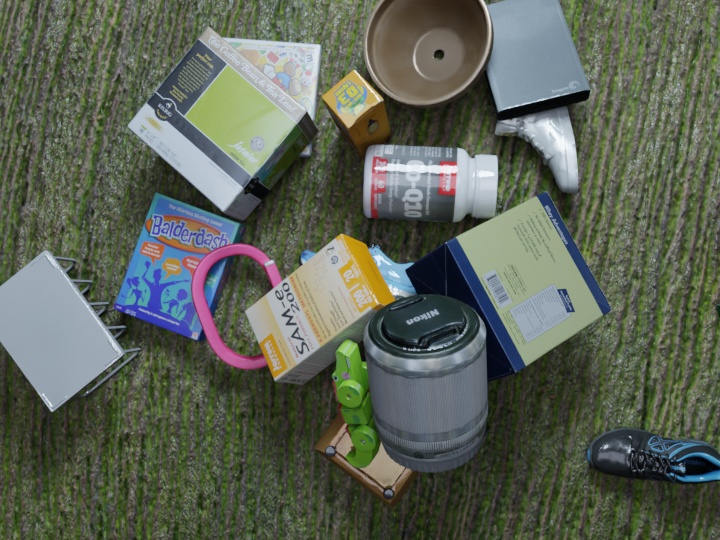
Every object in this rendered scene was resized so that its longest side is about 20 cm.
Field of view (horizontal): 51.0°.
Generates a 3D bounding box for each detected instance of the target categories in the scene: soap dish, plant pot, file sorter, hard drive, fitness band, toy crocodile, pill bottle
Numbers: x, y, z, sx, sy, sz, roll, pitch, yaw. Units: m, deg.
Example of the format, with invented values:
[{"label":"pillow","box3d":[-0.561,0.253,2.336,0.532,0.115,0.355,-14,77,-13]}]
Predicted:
[{"label":"soap dish","box3d":[0.044,0.246,1.165,0.157,0.081,0.201,36,92,5]},{"label":"plant pot","box3d":[0.112,-0.345,1.169,0.199,0.093,0.203,-1,87,21]},{"label":"file sorter","box3d":[-0.464,0.093,1.193,0.138,0.125,0.200,-38,85,1]},{"label":"hard drive","box3d":[0.256,-0.332,1.161,0.138,0.033,0.201,-12,66,5]},{"label":"fitness band","box3d":[-0.184,0.057,1.189,0.143,0.037,0.201,-21,97,-11]},{"label":"toy crocodile","box3d":[-0.006,0.192,1.077,0.061,0.068,0.201,-3,117,23]},{"label":"pill bottle","box3d":[0.107,-0.133,1.159,0.198,0.114,0.115,3,88,5]}]

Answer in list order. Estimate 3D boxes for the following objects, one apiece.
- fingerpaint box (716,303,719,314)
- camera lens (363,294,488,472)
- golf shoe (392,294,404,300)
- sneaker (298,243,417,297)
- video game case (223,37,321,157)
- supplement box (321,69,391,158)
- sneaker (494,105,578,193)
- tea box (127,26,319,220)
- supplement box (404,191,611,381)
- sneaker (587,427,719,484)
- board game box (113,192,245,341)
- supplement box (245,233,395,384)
[{"label":"fingerpaint box","box3d":[0.653,0.120,1.122,0.166,0.073,0.201,-19,86,5]},{"label":"camera lens","box3d":[0.090,0.146,1.010,0.159,0.160,0.201,-4,119,5]},{"label":"golf shoe","box3d":[0.088,0.097,1.161,0.200,0.088,0.077,41,75,-28]},{"label":"sneaker","box3d":[0.000,0.000,1.196,0.198,0.078,0.091,15,70,2]},{"label":"video game case","box3d":[-0.170,-0.285,1.236,0.198,0.023,0.184,6,88,5]},{"label":"supplement box","box3d":[-0.001,-0.229,1.130,0.066,0.200,0.069,-39,85,2]},{"label":"sneaker","box3d":[0.269,-0.206,1.175,0.115,0.074,0.202,-11,77,6]},{"label":"tea box","box3d":[-0.204,-0.219,1.159,0.200,0.134,0.197,41,93,6]},{"label":"supplement box","box3d":[0.212,0.028,1.094,0.199,0.134,0.201,-26,85,-27]},{"label":"sneaker","box3d":[0.444,0.279,1.129,0.198,0.082,0.074,0,89,6]},{"label":"board game box","box3d":[-0.292,-0.006,1.223,0.151,0.045,0.201,19,89,5]},{"label":"supplement box","box3d":[-0.058,0.059,1.096,0.200,0.073,0.127,-38,63,19]}]
